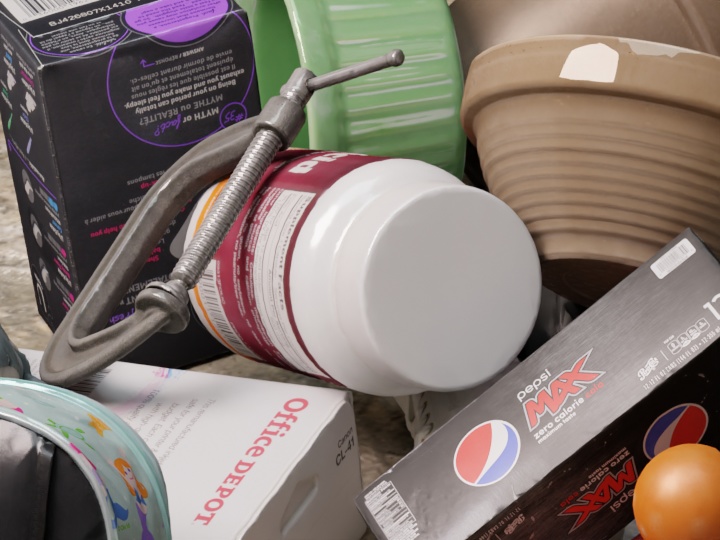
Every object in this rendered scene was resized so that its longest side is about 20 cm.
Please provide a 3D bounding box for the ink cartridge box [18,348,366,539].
[{"bbox_3d":[-0.116,0.116,1.417,0.199,0.086,0.148,8,32,23],"label":"ink cartridge box"}]

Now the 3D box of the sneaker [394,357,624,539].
[{"bbox_3d":[0.045,0.081,1.454,0.084,0.073,0.200,-16,32,-23],"label":"sneaker"}]

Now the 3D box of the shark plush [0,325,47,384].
[{"bbox_3d":[-0.183,0.027,1.419,0.090,0.084,0.200,-9,29,2],"label":"shark plush"}]

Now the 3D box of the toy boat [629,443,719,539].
[{"bbox_3d":[0.148,0.134,1.282,0.199,0.131,0.130,-28,36,-33],"label":"toy boat"}]

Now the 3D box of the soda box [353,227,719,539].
[{"bbox_3d":[0.099,0.077,1.334,0.200,0.071,0.063,-38,46,3],"label":"soda box"}]

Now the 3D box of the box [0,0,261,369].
[{"bbox_3d":[-0.121,-0.056,1.602,0.122,0.201,0.106,-17,31,-18],"label":"box"}]

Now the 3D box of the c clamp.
[{"bbox_3d":[-0.081,-0.025,1.442,0.170,0.027,0.200,-14,37,52],"label":"c clamp"}]

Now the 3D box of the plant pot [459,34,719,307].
[{"bbox_3d":[0.138,-0.033,1.407,0.200,0.201,0.093,7,73,24],"label":"plant pot"}]

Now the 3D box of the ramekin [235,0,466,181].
[{"bbox_3d":[-0.014,-0.101,1.672,0.097,0.201,0.200,-9,29,-18],"label":"ramekin"}]

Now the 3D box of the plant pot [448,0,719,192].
[{"bbox_3d":[0.129,-0.122,1.713,0.174,0.201,0.200,-33,34,-7],"label":"plant pot"}]

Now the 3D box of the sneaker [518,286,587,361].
[{"bbox_3d":[0.088,0.020,1.573,0.079,0.076,0.200,-16,21,6],"label":"sneaker"}]

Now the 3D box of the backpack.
[{"bbox_3d":[-0.163,0.145,1.264,0.176,0.201,0.151,1,10,16],"label":"backpack"}]

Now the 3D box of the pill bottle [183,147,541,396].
[{"bbox_3d":[0.000,0.000,1.443,0.114,0.115,0.200,-21,13,-23],"label":"pill bottle"}]
